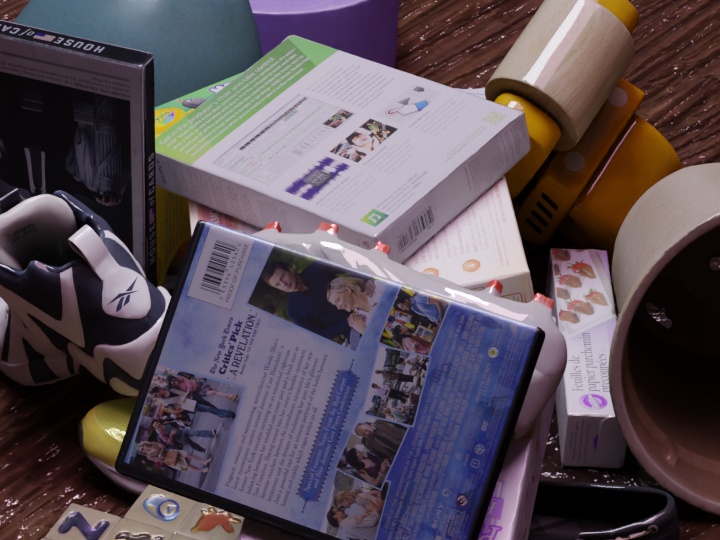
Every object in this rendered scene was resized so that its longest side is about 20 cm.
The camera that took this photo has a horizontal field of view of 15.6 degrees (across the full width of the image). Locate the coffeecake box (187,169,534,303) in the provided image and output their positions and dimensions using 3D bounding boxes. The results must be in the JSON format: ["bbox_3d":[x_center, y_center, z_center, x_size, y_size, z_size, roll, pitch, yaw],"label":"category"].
[{"bbox_3d":[0.000,0.000,1.620,0.200,0.073,0.154,-11,39,2],"label":"coffeecake box"}]

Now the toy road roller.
[{"bbox_3d":[0.148,-0.084,1.743,0.146,0.200,0.123,34,67,2],"label":"toy road roller"}]

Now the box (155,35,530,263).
[{"bbox_3d":[-0.016,-0.075,1.633,0.200,0.036,0.144,23,50,37],"label":"box"}]

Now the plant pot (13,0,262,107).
[{"bbox_3d":[-0.148,-0.155,1.826,0.200,0.135,0.200,19,21,-8],"label":"plant pot"}]

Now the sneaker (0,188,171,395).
[{"bbox_3d":[-0.190,0.003,1.568,0.079,0.130,0.199,-41,26,-20],"label":"sneaker"}]

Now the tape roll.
[{"bbox_3d":[-0.070,-0.203,2.021,0.200,0.085,0.200,3,31,-2],"label":"tape roll"}]

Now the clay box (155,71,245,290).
[{"bbox_3d":[-0.100,-0.062,1.749,0.200,0.115,0.048,-24,39,-39],"label":"clay box"}]

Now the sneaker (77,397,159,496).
[{"bbox_3d":[-0.066,0.082,1.534,0.200,0.090,0.078,0,32,-2],"label":"sneaker"}]

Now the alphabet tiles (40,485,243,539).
[{"bbox_3d":[-0.093,0.184,1.426,0.200,0.006,0.166,14,38,19],"label":"alphabet tiles"}]

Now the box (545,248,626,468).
[{"bbox_3d":[0.141,0.052,1.652,0.039,0.042,0.200,2,30,-1],"label":"box"}]

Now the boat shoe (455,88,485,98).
[{"bbox_3d":[0.058,-0.095,1.858,0.200,0.074,0.067,-10,30,-23],"label":"boat shoe"}]

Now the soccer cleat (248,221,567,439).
[{"bbox_3d":[0.012,0.030,1.408,0.200,0.069,0.078,16,68,16],"label":"soccer cleat"}]

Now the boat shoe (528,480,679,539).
[{"bbox_3d":[0.082,0.138,1.473,0.200,0.066,0.070,8,31,9],"label":"boat shoe"}]

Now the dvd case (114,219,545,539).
[{"bbox_3d":[-0.018,0.069,1.373,0.200,0.143,0.018,18,-3,17],"label":"dvd case"}]

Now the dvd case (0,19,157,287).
[{"bbox_3d":[-0.199,-0.059,1.651,0.150,0.200,0.025,13,34,17],"label":"dvd case"}]

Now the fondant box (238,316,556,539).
[{"bbox_3d":[0.022,0.111,1.424,0.144,0.058,0.200,7,56,10],"label":"fondant box"}]

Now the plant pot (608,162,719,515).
[{"bbox_3d":[0.233,0.024,1.588,0.200,0.201,0.184,0,19,-6],"label":"plant pot"}]
